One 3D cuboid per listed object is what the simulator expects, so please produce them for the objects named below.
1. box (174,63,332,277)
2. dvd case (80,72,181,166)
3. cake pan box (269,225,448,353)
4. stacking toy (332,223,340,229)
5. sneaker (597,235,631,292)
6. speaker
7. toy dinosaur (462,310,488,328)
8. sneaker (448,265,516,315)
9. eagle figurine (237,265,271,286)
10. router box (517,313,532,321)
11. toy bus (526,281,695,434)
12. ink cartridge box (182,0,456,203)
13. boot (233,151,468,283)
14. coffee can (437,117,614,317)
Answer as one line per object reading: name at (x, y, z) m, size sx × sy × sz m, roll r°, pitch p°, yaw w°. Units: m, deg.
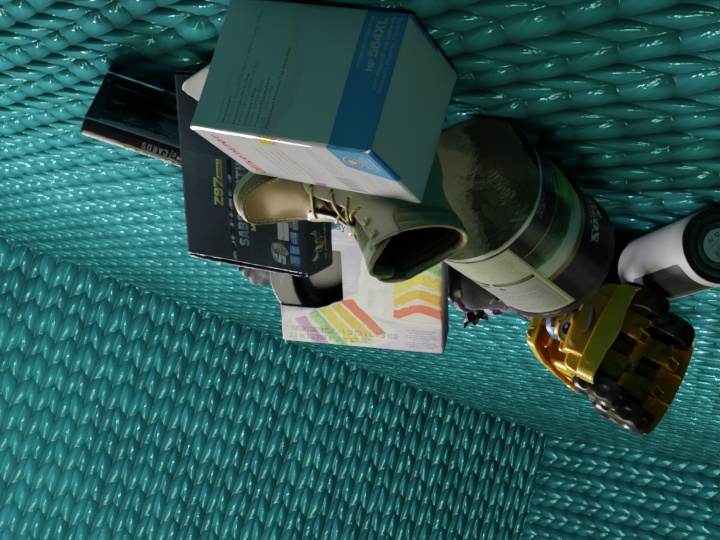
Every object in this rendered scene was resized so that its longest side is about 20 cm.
box at (-0.108, -0.103, 1.348) m, size 0.157 × 0.201 × 0.051 m, roll 11°, pitch -158°, yaw 32°
dvd case at (-0.197, -0.155, 1.472) m, size 0.199 × 0.025 × 0.150 m, roll 18°, pitch -156°, yaw -9°
cake pan box at (0.000, 0.000, 1.493) m, size 0.199 × 0.185 × 0.052 m, roll 6°, pitch -147°, yaw 9°
stacking toy at (0.006, -0.128, 1.341) m, size 0.200 × 0.110 × 0.116 m, roll -27°, pitch 97°, yaw 52°
sneaker at (0.305, 0.005, 1.632) m, size 0.091 × 0.076 × 0.200 m, roll 18°, pitch 171°, yaw 39°
speaker at (0.344, -0.013, 1.427) m, size 0.081 × 0.081 × 0.200 m, roll 17°, pitch 171°, yaw -6°
toy dinosaur at (0.090, 0.010, 1.682) m, size 0.102 × 0.136 × 0.200 m, roll -20°, pitch 166°, yaw 6°
sneaker at (0.169, 0.015, 1.584) m, size 0.087 × 0.075 × 0.200 m, roll 0°, pitch 176°, yaw 24°
eagle figurine at (-0.056, -0.063, 1.597) m, size 0.151 × 0.151 × 0.200 m, roll 10°, pitch 168°, yaw -37°
router box at (0.306, 0.048, 1.911) m, size 0.199 × 0.052 × 0.157 m, roll 11°, pitch 169°, yaw 30°
toy bus at (0.257, 0.076, 1.509) m, size 0.192 × 0.136 × 0.200 m, roll 25°, pitch 172°, yaw 37°
ink cartridge box at (-0.041, -0.150, 1.157) m, size 0.199 × 0.126 × 0.129 m, roll 12°, pitch 169°, yaw 25°
boot at (-0.012, -0.051, 1.220) m, size 0.199 × 0.155 × 0.072 m, roll -14°, pitch 134°, yaw -2°
coffee can at (0.152, -0.048, 1.345) m, size 0.146 × 0.147 × 0.200 m, roll 10°, pitch 168°, yaw 34°
